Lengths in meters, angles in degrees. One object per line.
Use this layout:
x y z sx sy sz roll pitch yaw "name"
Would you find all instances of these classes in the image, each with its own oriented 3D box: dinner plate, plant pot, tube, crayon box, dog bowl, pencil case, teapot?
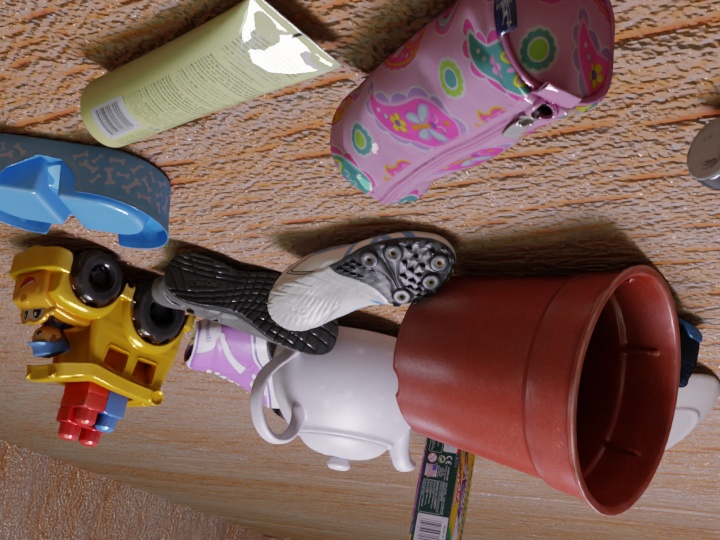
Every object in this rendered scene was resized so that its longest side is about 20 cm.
0.291 0.171 1.094 0.197 0.024 0.201 -14 147 -9 "dinner plate"
0.145 0.087 0.896 0.193 0.203 0.200 7 161 39 "plant pot"
-0.107 -0.128 0.681 0.198 0.053 0.058 -11 -169 42 "tube"
0.121 0.331 1.503 0.057 0.203 0.173 6 159 15 "crayon box"
-0.257 -0.071 0.909 0.197 0.050 0.112 8 159 11 "dog bowl"
0.058 -0.099 0.593 0.087 0.089 0.199 22 159 -24 "pencil case"
-0.019 0.151 1.177 0.197 0.148 0.198 10 165 0 "teapot"

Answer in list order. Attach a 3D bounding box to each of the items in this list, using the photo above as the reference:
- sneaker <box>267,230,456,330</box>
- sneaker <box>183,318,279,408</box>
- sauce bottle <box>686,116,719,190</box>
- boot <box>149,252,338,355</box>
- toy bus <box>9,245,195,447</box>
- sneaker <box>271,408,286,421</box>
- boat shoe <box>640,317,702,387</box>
0.000 0.000 0.936 0.198 0.073 0.072 -17 118 33 "sneaker"
-0.152 0.108 1.262 0.112 0.074 0.201 -3 147 4 "sneaker"
0.286 -0.035 0.644 0.198 0.067 0.066 21 158 -24 "sauce bottle"
-0.125 0.037 1.112 0.198 0.069 0.131 23 166 -11 "boot"
-0.307 0.089 1.156 0.135 0.195 0.199 -6 151 44 "toy bus"
-0.078 0.180 1.421 0.081 0.078 0.199 28 155 -20 "sneaker"
0.229 0.087 0.992 0.083 0.070 0.199 23 158 -25 "boat shoe"
